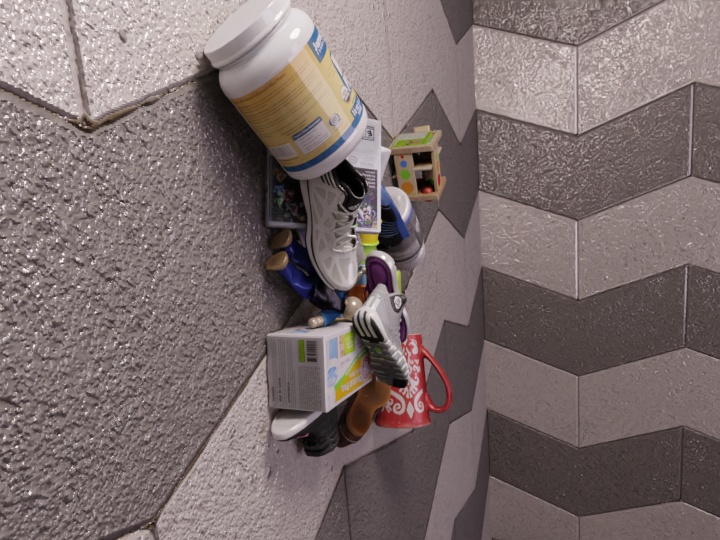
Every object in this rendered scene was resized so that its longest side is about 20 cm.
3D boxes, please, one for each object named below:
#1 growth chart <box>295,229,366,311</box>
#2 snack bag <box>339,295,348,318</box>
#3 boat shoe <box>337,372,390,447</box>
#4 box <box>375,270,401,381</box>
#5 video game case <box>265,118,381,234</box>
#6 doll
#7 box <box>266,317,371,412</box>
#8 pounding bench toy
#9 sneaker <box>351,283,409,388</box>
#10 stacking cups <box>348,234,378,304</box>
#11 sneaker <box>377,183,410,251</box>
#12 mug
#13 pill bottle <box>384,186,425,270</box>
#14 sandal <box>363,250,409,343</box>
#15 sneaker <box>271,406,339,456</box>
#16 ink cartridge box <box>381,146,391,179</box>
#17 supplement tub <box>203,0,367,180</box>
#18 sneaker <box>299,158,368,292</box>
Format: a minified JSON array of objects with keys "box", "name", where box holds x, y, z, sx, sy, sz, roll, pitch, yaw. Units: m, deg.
[{"box":[-0.053,-0.037,0.900,0.142,0.018,0.205,-28,126,-22],"name":"growth chart"},{"box":[-0.010,0.133,1.104,0.199,0.021,0.195,17,75,-68],"name":"snack bag"},{"box":[0.001,0.280,1.079,0.070,0.071,0.199,44,30,5],"name":"boat shoe"},{"box":[0.041,0.111,1.112,0.124,0.046,0.203,83,23,-46],"name":"box"},{"box":[-0.054,-0.156,0.835,0.195,0.023,0.188,2,87,-29],"name":"video game case"},{"box":[-0.065,0.026,0.842,0.199,0.048,0.140,40,44,-39],"name":"doll"},{"box":[-0.059,0.145,0.865,0.199,0.098,0.117,-9,98,-68],"name":"box"},{"box":[0.163,-0.285,1.427,0.201,0.120,0.160,-59,143,-53],"name":"pounding bench toy"},{"box":[0.058,0.105,0.909,0.117,0.073,0.203,-59,143,-35],"name":"sneaker"},{"box":[0.000,0.000,1.005,0.060,0.059,0.206,-40,140,-63],"name":"stacking cups"},{"box":[0.038,-0.101,1.039,0.071,0.077,0.201,61,4,34],"name":"sneaker"},{"box":[0.116,0.252,1.247,0.133,0.171,0.207,142,-54,-79],"name":"mug"},{"box":[0.085,-0.090,1.234,0.201,0.110,0.117,55,40,-56],"name":"pill bottle"},{"box":[0.037,0.058,0.964,0.050,0.081,0.207,-45,132,-40],"name":"sandal"},{"box":[-0.079,0.260,0.851,0.199,0.069,0.103,-15,99,-72],"name":"sneaker"},{"box":[-0.016,-0.153,0.991,0.199,0.049,0.166,-25,136,-64],"name":"ink cartridge box"},{"box":[-0.093,-0.239,0.696,0.201,0.141,0.148,50,42,-37],"name":"supplement tub"},{"box":[-0.031,-0.067,0.765,0.074,0.114,0.207,-16,96,-27],"name":"sneaker"}]
